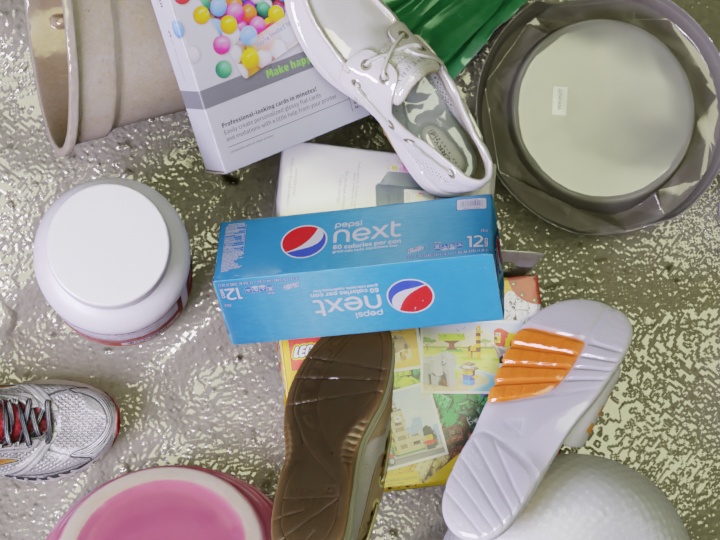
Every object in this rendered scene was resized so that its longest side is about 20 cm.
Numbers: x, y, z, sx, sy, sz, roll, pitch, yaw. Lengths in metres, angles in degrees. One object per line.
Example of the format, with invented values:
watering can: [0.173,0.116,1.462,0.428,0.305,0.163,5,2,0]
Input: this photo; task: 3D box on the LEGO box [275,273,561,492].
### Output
LEGO box: [0.041,0.089,1.525,0.199,0.077,0.150,-7,85,-5]

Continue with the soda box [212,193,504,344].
soda box: [0.000,0.000,1.437,0.199,0.068,0.064,-5,44,9]

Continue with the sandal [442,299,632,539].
sandal: [0.124,0.112,1.459,0.079,0.059,0.207,26,70,26]

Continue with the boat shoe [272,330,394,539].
boat shoe: [-0.015,0.129,1.431,0.074,0.066,0.201,3,57,21]

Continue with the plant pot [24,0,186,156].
plant pot: [-0.145,-0.194,1.501,0.183,0.200,0.201,-7,84,-17]

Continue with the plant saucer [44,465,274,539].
plant saucer: [-0.142,0.216,1.459,0.200,0.051,0.201,-2,47,3]

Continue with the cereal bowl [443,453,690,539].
cereal bowl: [0.156,0.241,1.478,0.199,0.083,0.201,-2,108,-7]

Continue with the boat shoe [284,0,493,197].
boat shoe: [0.028,-0.137,1.414,0.071,0.069,0.200,-46,104,-15]

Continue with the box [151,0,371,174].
box: [-0.067,-0.188,1.426,0.156,0.041,0.201,-23,105,-25]

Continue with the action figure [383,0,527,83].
action figure: [0.073,-0.203,1.568,0.200,0.055,0.118,-40,77,-16]

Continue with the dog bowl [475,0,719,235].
dog bowl: [0.185,-0.121,1.568,0.199,0.059,0.201,0,83,-4]

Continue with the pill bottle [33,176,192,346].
pill bottle: [-0.177,-0.007,1.458,0.112,0.200,0.113,0,83,-4]

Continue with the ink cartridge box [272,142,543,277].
ink cartridge box: [0.035,-0.043,1.519,0.199,0.117,0.068,7,79,-4]

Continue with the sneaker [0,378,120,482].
sneaker: [-0.278,0.121,1.497,0.199,0.082,0.078,-5,84,-5]
